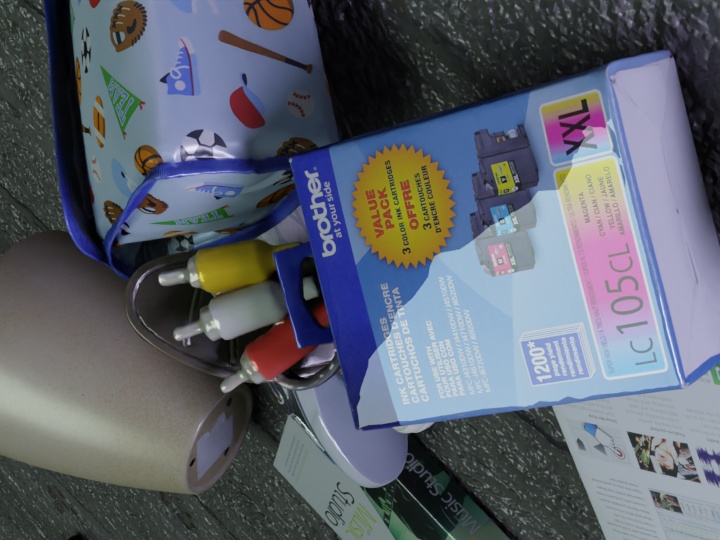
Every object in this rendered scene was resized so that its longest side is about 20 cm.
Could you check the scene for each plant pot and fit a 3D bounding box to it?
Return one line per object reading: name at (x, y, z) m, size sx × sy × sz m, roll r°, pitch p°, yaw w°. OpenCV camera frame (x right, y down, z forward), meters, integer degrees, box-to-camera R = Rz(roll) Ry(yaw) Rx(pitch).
plant pot at (-0.192, 0.093, 1.147) m, size 0.200 × 0.187 × 0.187 m, roll 24°, pitch 142°, yaw 19°

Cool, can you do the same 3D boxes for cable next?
cable at (0.000, 0.000, 0.744) m, size 0.200 × 0.050 × 0.097 m, roll -27°, pitch 101°, yaw 16°

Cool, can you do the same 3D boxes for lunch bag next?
lunch bag at (-0.107, -0.098, 0.803) m, size 0.200 × 0.124 × 0.170 m, roll 146°, pitch 117°, yaw -64°

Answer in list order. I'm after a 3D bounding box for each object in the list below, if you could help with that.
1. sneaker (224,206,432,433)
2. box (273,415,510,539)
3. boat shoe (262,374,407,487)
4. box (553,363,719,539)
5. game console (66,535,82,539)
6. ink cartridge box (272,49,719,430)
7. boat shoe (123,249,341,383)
sneaker at (-0.024, 0.024, 0.902) m, size 0.200 × 0.081 × 0.075 m, roll 57°, pitch 149°, yaw -9°
box at (0.023, 0.170, 1.033) m, size 0.200 × 0.036 × 0.144 m, roll 44°, pitch 150°, yaw 16°
boat shoe at (-0.043, 0.058, 0.965) m, size 0.200 × 0.070 × 0.066 m, roll 56°, pitch 139°, yaw 0°
box at (0.172, 0.107, 0.736) m, size 0.144 × 0.036 × 0.200 m, roll 7°, pitch 126°, yaw 52°
game console at (-0.332, 0.435, 1.759) m, size 0.200 × 0.172 × 0.119 m, roll 51°, pitch 124°, yaw 4°
ink cartridge box at (0.054, -0.006, 0.659) m, size 0.200 × 0.076 × 0.137 m, roll -13°, pitch 93°, yaw 38°
boat shoe at (-0.037, 0.030, 0.827) m, size 0.068 × 0.200 × 0.072 m, roll 175°, pitch 102°, yaw -75°
